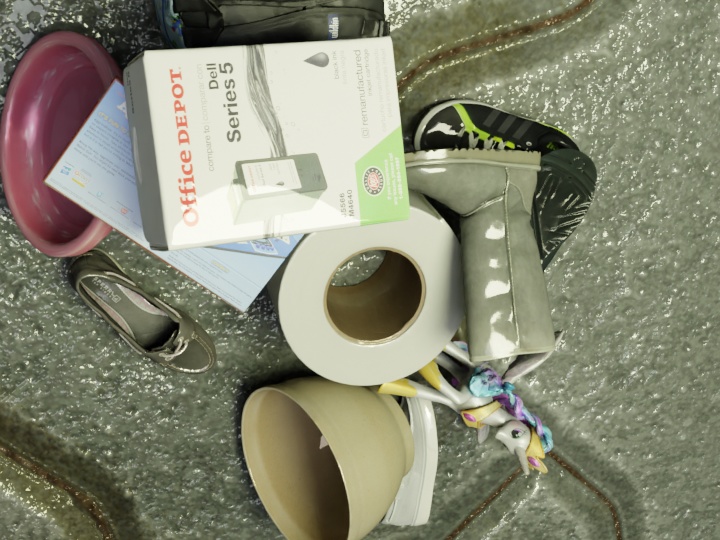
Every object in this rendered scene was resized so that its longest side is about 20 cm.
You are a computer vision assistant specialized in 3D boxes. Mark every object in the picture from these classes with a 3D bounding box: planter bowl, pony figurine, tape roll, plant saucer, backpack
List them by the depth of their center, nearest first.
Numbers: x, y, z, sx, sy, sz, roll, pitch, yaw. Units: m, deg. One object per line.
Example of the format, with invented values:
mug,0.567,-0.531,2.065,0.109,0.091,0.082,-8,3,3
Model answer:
plant saucer,-0.261,-0.114,0.888,0.051,0.200,0.202,-1,119,-49
backpack,-0.089,-0.249,0.897,0.199,0.153,0.164,-23,124,-28
tape roll,0.000,0.000,1.022,0.201,0.139,0.204,-6,114,-13
planter bowl,-0.025,0.205,1.094,0.134,0.200,0.202,-19,121,-37
pony figurine,0.136,0.132,1.102,0.199,0.193,0.167,31,120,3

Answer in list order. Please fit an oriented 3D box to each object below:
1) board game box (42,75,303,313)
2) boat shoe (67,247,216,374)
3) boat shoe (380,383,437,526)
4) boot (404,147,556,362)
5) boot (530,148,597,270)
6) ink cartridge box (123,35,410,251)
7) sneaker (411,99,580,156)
board game box,-0.147,-0.059,0.802,0.199,0.019,0.103,36,100,-21
boat shoe,-0.231,0.056,1.031,0.067,0.057,0.200,-43,117,6
boat shoe,0.051,0.229,1.184,0.068,0.072,0.201,-4,123,-13
boot,0.106,-0.015,0.923,0.180,0.073,0.202,0,95,-19
boot,0.182,-0.034,1.050,0.076,0.168,0.201,29,96,8
ink cartridge box,-0.072,-0.099,0.758,0.198,0.084,0.147,-9,96,-22
sneaker,0.156,-0.135,1.034,0.198,0.083,0.072,4,112,-16
